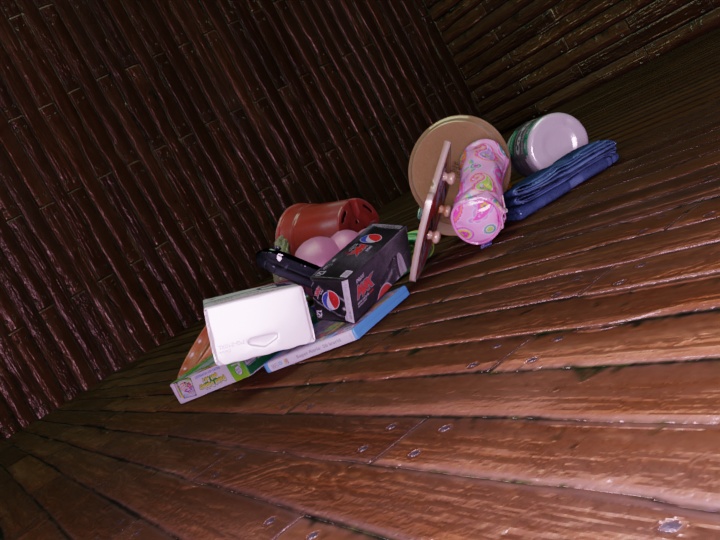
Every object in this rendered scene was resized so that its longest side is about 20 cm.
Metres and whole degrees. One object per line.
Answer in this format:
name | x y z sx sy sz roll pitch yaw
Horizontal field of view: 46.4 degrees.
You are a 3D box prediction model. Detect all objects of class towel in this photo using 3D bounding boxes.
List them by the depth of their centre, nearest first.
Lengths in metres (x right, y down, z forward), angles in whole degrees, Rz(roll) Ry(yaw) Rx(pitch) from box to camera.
towel | 0.311 -0.148 1.354 0.198 0.049 0.112 -31 5 -10
towel | -0.147 0.022 1.638 0.036 0.151 0.200 -9 16 -3

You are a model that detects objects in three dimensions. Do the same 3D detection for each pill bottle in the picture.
pill bottle | 0.339 -0.226 1.561 0.112 0.114 0.200 -29 6 -2

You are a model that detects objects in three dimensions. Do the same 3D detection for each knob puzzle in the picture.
knob puzzle | 0.118 -0.076 1.311 0.030 0.223 0.220 16 17 9

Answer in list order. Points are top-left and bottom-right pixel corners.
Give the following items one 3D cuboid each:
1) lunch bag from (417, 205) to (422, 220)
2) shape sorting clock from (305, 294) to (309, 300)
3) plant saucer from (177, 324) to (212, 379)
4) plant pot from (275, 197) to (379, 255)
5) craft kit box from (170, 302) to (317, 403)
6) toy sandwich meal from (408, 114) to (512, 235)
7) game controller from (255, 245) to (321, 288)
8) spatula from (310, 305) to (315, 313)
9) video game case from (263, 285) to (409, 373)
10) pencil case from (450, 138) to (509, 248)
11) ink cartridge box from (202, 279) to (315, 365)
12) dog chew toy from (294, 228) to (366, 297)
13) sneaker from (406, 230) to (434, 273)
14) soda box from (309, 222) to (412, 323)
lunch bag | 0.203 -0.167 1.616 0.199 0.077 0.162 -25 37 55
shape sorting clock | -0.192 0.096 1.801 0.198 0.040 0.200 -30 6 3
plant saucer | -0.286 0.137 1.623 0.201 0.032 0.201 -51 15 20
plant pot | -0.062 -0.076 1.965 0.194 0.203 0.200 -11 17 45
craft kit box | -0.198 0.141 1.442 0.196 0.049 0.200 -22 10 39
toy sandwich meal | 0.177 -0.165 1.457 0.203 0.208 0.070 -27 -10 20
game controller | -0.065 0.010 1.292 0.043 0.198 0.104 -68 18 -2
spatula | -0.060 0.068 1.475 0.056 0.021 0.199 -15 1 -27
video game case | -0.036 0.086 1.225 0.199 0.018 0.143 -25 8 42
pencil case | 0.188 -0.123 1.302 0.087 0.088 0.201 -26 26 26
ink cartridge box | -0.156 0.072 1.245 0.142 0.086 0.200 -14 4 -10
dog chew toy | -0.033 -0.023 1.680 0.198 0.126 0.124 -22 4 -14
sneaker | 0.034 -0.013 1.443 0.198 0.075 0.084 -29 2 5
soda box | 0.005 0.000 1.209 0.062 0.072 0.200 3 26 28
